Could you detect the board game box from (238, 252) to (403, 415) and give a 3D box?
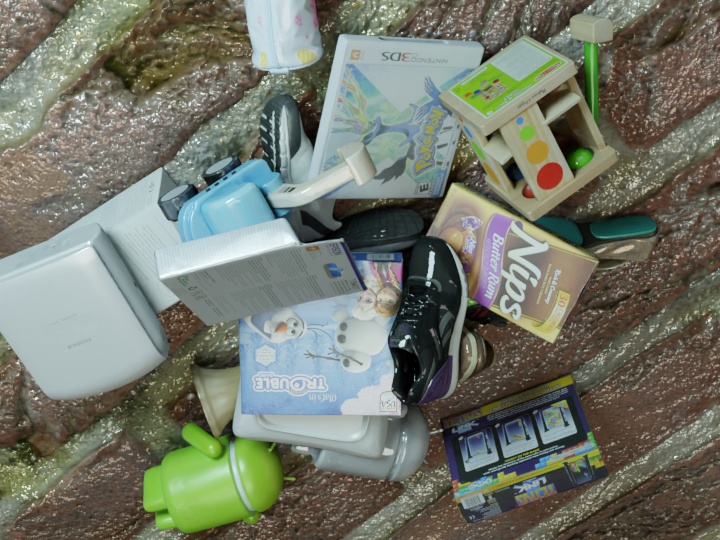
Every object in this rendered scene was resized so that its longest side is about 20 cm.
[{"bbox_3d":[-0.048,0.079,1.406,0.200,0.043,0.199,0,106,1],"label":"board game box"}]

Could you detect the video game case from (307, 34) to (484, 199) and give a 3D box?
[{"bbox_3d":[0.039,-0.174,1.337,0.182,0.022,0.200,-3,125,-27],"label":"video game case"}]

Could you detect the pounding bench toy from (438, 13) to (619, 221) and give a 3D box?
[{"bbox_3d":[0.226,-0.179,1.319,0.200,0.124,0.156,-36,121,-2],"label":"pounding bench toy"}]

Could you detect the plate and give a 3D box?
[{"bbox_3d":[-0.054,0.138,1.461,0.200,0.032,0.200,9,104,-1],"label":"plate"}]

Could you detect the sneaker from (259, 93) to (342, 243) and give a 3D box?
[{"bbox_3d":[-0.070,-0.122,1.378,0.080,0.074,0.200,-16,126,-14],"label":"sneaker"}]

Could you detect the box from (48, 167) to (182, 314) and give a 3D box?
[{"bbox_3d":[-0.286,-0.011,1.404,0.200,0.098,0.124,-30,120,13],"label":"box"}]

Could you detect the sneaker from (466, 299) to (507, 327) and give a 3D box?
[{"bbox_3d":[0.151,0.045,1.487,0.200,0.077,0.084,-13,124,8],"label":"sneaker"}]

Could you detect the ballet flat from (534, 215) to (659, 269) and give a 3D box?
[{"bbox_3d":[0.279,-0.028,1.458,0.200,0.068,0.067,0,129,-3],"label":"ballet flat"}]

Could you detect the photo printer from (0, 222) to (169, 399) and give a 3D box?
[{"bbox_3d":[-0.330,0.059,1.345,0.166,0.069,0.200,-20,121,8],"label":"photo printer"}]

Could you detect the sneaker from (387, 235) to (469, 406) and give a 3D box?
[{"bbox_3d":[0.074,0.061,1.349,0.076,0.088,0.200,4,98,38],"label":"sneaker"}]

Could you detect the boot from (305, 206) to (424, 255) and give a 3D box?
[{"bbox_3d":[0.000,0.000,1.460,0.200,0.070,0.132,-12,126,16],"label":"boot"}]

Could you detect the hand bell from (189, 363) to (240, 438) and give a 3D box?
[{"bbox_3d":[-0.116,0.140,1.533,0.200,0.104,0.104,-20,122,-7],"label":"hand bell"}]

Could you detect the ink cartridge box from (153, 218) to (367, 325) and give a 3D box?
[{"bbox_3d":[-0.103,0.000,1.270,0.200,0.041,0.200,-12,162,4],"label":"ink cartridge box"}]

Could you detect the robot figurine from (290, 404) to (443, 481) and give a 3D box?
[{"bbox_3d":[0.007,0.223,1.563,0.200,0.113,0.170,11,141,-11],"label":"robot figurine"}]

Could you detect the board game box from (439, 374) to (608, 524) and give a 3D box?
[{"bbox_3d":[0.216,0.240,1.558,0.200,0.165,0.057,-21,119,9],"label":"board game box"}]

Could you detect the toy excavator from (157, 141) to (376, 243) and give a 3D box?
[{"bbox_3d":[-0.100,-0.076,1.283,0.194,0.200,0.100,-37,114,-24],"label":"toy excavator"}]

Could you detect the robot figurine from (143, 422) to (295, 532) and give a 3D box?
[{"bbox_3d":[-0.196,0.291,1.588,0.200,0.116,0.176,-18,128,6],"label":"robot figurine"}]

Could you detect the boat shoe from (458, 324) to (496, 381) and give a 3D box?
[{"bbox_3d":[0.138,0.102,1.470,0.075,0.202,0.075,-4,86,-10],"label":"boat shoe"}]

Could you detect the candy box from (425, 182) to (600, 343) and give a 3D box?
[{"bbox_3d":[0.176,-0.011,1.401,0.200,0.056,0.117,28,102,9],"label":"candy box"}]

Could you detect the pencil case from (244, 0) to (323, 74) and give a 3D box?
[{"bbox_3d":[-0.090,-0.315,1.235,0.083,0.091,0.200,-7,123,0],"label":"pencil case"}]
